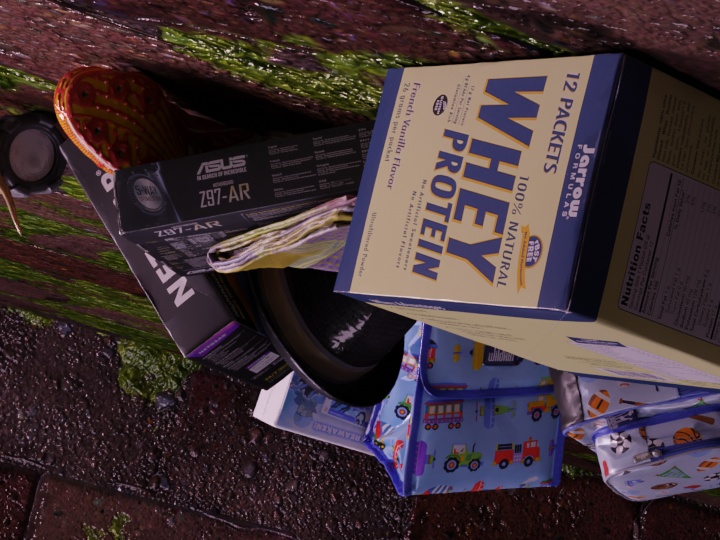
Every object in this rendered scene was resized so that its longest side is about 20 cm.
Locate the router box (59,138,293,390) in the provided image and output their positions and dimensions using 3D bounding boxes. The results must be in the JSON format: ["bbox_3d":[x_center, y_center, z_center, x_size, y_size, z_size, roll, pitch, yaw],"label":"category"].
[{"bbox_3d":[-0.129,-0.013,1.504,0.201,0.051,0.149,56,-170,21],"label":"router box"}]

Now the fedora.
[{"bbox_3d":[0.000,0.000,1.497,0.091,0.202,0.200,-30,148,28],"label":"fedora"}]

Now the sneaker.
[{"bbox_3d":[-0.145,-0.086,1.371,0.077,0.074,0.200,10,170,36],"label":"sneaker"}]

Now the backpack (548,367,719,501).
[{"bbox_3d":[0.255,0.093,1.581,0.189,0.155,0.200,-23,164,12],"label":"backpack"}]

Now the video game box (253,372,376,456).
[{"bbox_3d":[0.023,0.068,1.742,0.199,0.184,0.047,20,176,-33],"label":"video game box"}]

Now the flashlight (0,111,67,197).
[{"bbox_3d":[-0.302,-0.096,1.623,0.067,0.069,0.199,19,175,-32],"label":"flashlight"}]

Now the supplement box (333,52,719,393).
[{"bbox_3d":[0.131,-0.021,1.116,0.199,0.135,0.199,20,170,-36],"label":"supplement box"}]

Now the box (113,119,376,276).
[{"bbox_3d":[-0.046,-0.045,1.328,0.198,0.044,0.160,-10,168,8],"label":"box"}]

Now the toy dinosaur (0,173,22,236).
[{"bbox_3d":[-0.298,-0.090,1.508,0.101,0.058,0.200,50,164,-30],"label":"toy dinosaur"}]

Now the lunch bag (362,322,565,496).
[{"bbox_3d":[0.101,0.076,1.672,0.149,0.202,0.094,-1,-153,-24],"label":"lunch bag"}]

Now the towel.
[{"bbox_3d":[0.010,-0.018,1.334,0.143,0.023,0.199,-20,164,41],"label":"towel"}]
